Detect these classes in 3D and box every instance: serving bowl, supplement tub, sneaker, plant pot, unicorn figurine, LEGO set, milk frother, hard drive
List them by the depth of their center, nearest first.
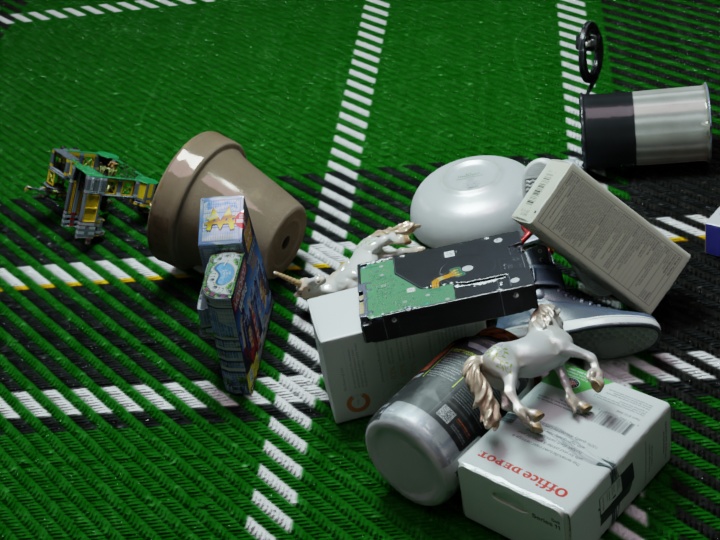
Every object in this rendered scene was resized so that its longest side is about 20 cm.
[{"bbox_3d":[0.193,0.098,1.385,0.199,0.074,0.138,-6,49,-37],"label":"unicorn figurine"},{"bbox_3d":[0.108,0.156,1.438,0.122,0.123,0.200,19,44,37],"label":"supplement tub"},{"bbox_3d":[0.096,0.018,1.478,0.198,0.038,0.140,-11,27,3],"label":"hard drive"},{"bbox_3d":[0.264,0.035,1.590,0.200,0.077,0.147,-3,51,12],"label":"sneaker"},{"bbox_3d":[0.284,-0.074,1.692,0.073,0.201,0.118,-26,15,33],"label":"sneaker"},{"bbox_3d":[0.000,0.000,1.745,0.136,0.075,0.200,-3,19,33],"label":"unicorn figurine"},{"bbox_3d":[-0.176,-0.073,1.822,0.173,0.202,0.200,25,45,18],"label":"plant pot"},{"bbox_3d":[0.162,-0.108,1.839,0.198,0.066,0.201,-10,34,7],"label":"serving bowl"},{"bbox_3d":[0.414,-0.262,1.907,0.186,0.202,0.181,-4,30,9],"label":"milk frother"},{"bbox_3d":[-0.415,-0.110,2.025,0.199,0.117,0.153,27,19,38],"label":"LEGO set"}]

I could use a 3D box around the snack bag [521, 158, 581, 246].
[{"bbox_3d":[0.251,-0.087,1.853,0.198,0.022,0.189,-18,33,-6],"label":"snack bag"}]

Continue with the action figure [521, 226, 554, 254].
[{"bbox_3d":[0.161,0.024,1.665,0.200,0.066,0.052,-42,18,-19],"label":"action figure"}]

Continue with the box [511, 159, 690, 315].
[{"bbox_3d":[0.296,-0.041,1.592,0.095,0.199,0.078,-53,14,-1],"label":"box"}]

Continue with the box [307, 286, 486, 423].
[{"bbox_3d":[0.048,0.086,1.558,0.198,0.125,0.098,-13,33,-5],"label":"box"}]

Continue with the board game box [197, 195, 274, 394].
[{"bbox_3d":[-0.167,0.018,1.648,0.061,0.201,0.201,-4,33,8],"label":"board game box"}]

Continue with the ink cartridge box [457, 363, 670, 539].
[{"bbox_3d":[0.217,0.202,1.375,0.146,0.084,0.199,21,44,38],"label":"ink cartridge box"}]

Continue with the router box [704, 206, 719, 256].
[{"bbox_3d":[0.582,-0.065,1.702,0.199,0.049,0.179,18,43,36],"label":"router box"}]
